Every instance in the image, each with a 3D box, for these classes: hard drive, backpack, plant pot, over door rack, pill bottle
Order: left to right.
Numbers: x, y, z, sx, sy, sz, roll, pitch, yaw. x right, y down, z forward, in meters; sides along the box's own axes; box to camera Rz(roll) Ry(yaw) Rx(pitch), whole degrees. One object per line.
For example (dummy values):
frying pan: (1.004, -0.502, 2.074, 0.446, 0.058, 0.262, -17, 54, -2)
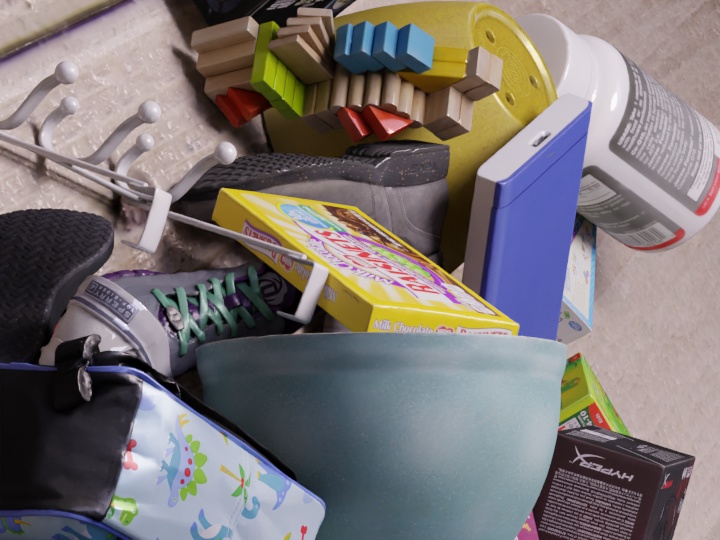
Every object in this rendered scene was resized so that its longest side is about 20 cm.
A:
backpack: (-0.129, 0.137, 1.367, 0.200, 0.182, 0.148, 33, 62, -41)
over door rack: (-0.116, -0.055, 1.573, 0.147, 0.067, 0.200, 25, 7, -46)
plant pot: (0.012, 0.108, 1.495, 0.200, 0.199, 0.135, 8, 80, -56)
plant pot: (0.050, -0.102, 1.899, 0.200, 0.141, 0.201, 38, 36, -35)
hard drive: (0.104, -0.002, 1.857, 0.132, 0.025, 0.201, -41, 145, -49)
pill bottle: (0.172, -0.102, 2.054, 0.200, 0.113, 0.115, 32, 40, -42)

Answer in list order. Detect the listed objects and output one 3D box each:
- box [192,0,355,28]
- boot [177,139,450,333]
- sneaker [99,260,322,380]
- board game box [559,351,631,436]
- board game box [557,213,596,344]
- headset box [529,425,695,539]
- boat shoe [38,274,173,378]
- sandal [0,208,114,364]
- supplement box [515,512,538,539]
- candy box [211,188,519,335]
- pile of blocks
box: (-0.079, -0.265, 1.872, 0.201, 0.086, 0.164, 57, 28, 6)
boot: (-0.021, -0.008, 1.766, 0.199, 0.070, 0.133, -6, 101, -29)
sneaker: (-0.091, 0.019, 1.619, 0.200, 0.087, 0.075, -11, 74, -61)
board game box: (0.158, 0.123, 1.896, 0.102, 0.047, 0.200, 60, 5, -4)
board game box: (0.124, -0.056, 2.090, 0.134, 0.034, 0.201, 45, 33, -28)
headset box: (0.136, 0.202, 1.719, 0.149, 0.075, 0.201, 9, 97, -76)
boat shoe: (-0.132, 0.077, 1.481, 0.071, 0.070, 0.200, 33, -19, 16)
sandal: (-0.183, 0.021, 1.498, 0.200, 0.074, 0.045, -69, 163, -61)
supplement box: (0.022, 0.146, 1.648, 0.103, 0.130, 0.201, 25, 46, -48)
candy box: (0.000, 0.000, 1.629, 0.102, 0.027, 0.200, 5, 18, -32)
pile of blocks: (-0.011, -0.117, 1.781, 0.082, 0.198, 0.063, 77, 17, -59)
